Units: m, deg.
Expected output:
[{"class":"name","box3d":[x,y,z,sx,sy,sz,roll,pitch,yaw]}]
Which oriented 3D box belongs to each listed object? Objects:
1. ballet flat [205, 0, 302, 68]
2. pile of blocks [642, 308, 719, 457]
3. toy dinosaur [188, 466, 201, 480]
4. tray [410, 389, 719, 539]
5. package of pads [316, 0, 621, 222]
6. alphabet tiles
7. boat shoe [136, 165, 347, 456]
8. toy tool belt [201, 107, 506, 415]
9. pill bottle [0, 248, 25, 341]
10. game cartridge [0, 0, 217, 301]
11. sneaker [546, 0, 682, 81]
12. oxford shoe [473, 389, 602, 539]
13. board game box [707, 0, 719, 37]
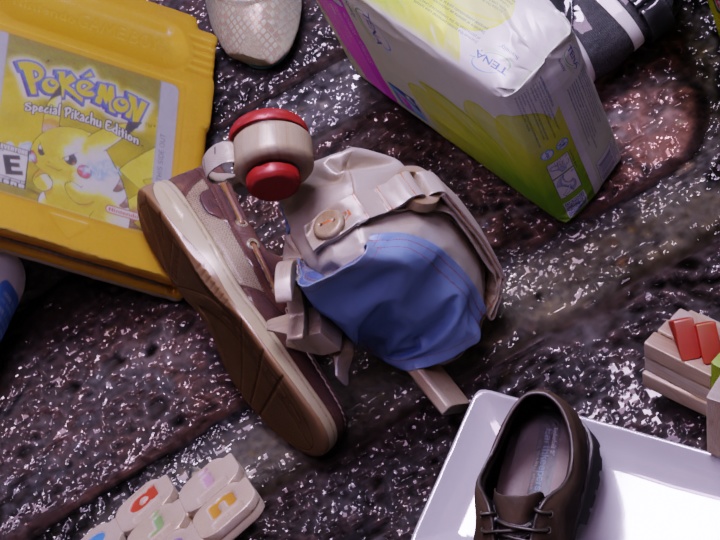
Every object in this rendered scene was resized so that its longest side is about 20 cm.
[{"class":"ballet flat","box3d":[-0.078,-0.226,1.815,0.067,0.062,0.201,-13,58,12]},{"class":"pile of blocks","box3d":[0.228,0.076,1.514,0.082,0.062,0.200,-22,47,-15]},{"class":"toy dinosaur","box3d":[-0.104,0.202,1.587,0.088,0.048,0.201,7,60,30]},{"class":"tray","box3d":[0.135,0.140,1.551,0.199,0.022,0.108,15,66,26]},{"class":"package of pads","box3d":[0.058,-0.135,1.658,0.068,0.155,0.200,-46,57,-10]},{"class":"alphabet tiles","box3d":[-0.138,0.183,1.559,0.200,0.015,0.196,-41,18,-2]},{"class":"boat shoe","box3d":[-0.057,0.018,1.657,0.072,0.072,0.200,-26,65,-23]},{"class":"toy tool belt","box3d":[0.000,0.000,1.578,0.124,0.200,0.123,-25,53,27]},{"class":"pill bottle","box3d":[-0.274,0.025,1.708,0.112,0.112,0.201,12,65,25]},{"class":"game cartridge","box3d":[-0.178,-0.094,1.727,0.175,0.032,0.201,16,59,-22]},{"class":"sneaker","box3d":[0.134,-0.212,1.734,0.111,0.073,0.201,-28,64,-2]},{"class":"oxford shoe","box3d":[0.083,0.157,1.498,0.072,0.084,0.201,-1,63,17]},{"class":"board game box","box3d":[0.295,-0.201,1.646,0.200,0.102,0.048,-45,56,-9]}]
